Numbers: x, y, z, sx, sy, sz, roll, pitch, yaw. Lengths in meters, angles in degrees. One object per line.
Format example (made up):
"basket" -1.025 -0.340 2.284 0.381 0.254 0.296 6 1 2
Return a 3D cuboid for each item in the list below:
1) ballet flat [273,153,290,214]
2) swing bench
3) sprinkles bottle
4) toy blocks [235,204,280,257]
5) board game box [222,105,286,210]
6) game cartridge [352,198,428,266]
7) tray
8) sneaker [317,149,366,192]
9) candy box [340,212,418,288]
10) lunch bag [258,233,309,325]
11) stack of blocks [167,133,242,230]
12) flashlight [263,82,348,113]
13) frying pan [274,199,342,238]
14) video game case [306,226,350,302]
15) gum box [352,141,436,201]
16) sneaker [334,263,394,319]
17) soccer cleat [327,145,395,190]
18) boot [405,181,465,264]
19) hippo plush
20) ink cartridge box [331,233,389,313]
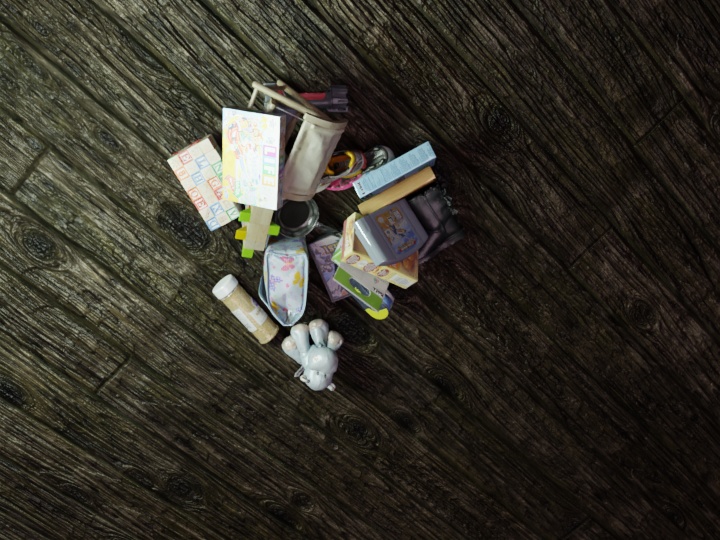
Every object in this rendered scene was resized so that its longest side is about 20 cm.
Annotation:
"ballet flat" -0.195 -0.234 1.578 0.063 0.075 0.202 -19 121 -31
"swing bench" -0.164 -0.285 1.419 0.199 0.130 0.200 33 117 10
"sprinkles bottle" -0.303 0.104 1.693 0.068 0.068 0.200 -35 111 9
"toy blocks" -0.249 -0.152 1.545 0.099 0.137 0.201 7 127 -19
"board game box" -0.230 -0.241 1.372 0.133 0.034 0.202 11 114 14
"game cartridge" 0.080 -0.089 1.536 0.134 0.199 0.041 54 135 6
"tray" 0.093 -0.194 1.583 0.198 0.099 0.037 -27 92 10
"sneaker" -0.087 -0.242 1.518 0.198 0.082 0.079 -22 85 17
"candy box" 0.050 -0.047 1.551 0.199 0.117 0.055 24 142 -28
"lunch bag" -0.193 0.022 1.615 0.125 0.170 0.202 -1 113 -6
"stack of blocks" -0.366 -0.215 1.564 0.114 0.059 0.201 -26 112 5
"flashlight" -0.130 -0.412 1.509 0.197 0.068 0.068 -4 138 -7
"frying pan" -0.125 -0.137 1.592 0.188 0.031 0.116 -3 120 -26
"video game case" -0.018 -0.030 1.688 0.198 0.026 0.182 -22 112 3
"gum box" 0.084 -0.233 1.538 0.198 0.170 0.045 -27 91 6
"sneaker" 0.011 0.033 1.669 0.200 0.082 0.074 50 136 -5
"soccer cleat" -0.002 -0.248 1.582 0.198 0.086 0.071 -19 86 26
"boot" 0.163 -0.120 1.645 0.197 0.073 0.163 -31 111 5
"hippo plush" -0.135 0.244 1.713 0.158 0.161 0.202 21 108 -13
"ink cartridge box" 0.000 0.000 1.577 0.147 0.201 0.076 37 140 -17
